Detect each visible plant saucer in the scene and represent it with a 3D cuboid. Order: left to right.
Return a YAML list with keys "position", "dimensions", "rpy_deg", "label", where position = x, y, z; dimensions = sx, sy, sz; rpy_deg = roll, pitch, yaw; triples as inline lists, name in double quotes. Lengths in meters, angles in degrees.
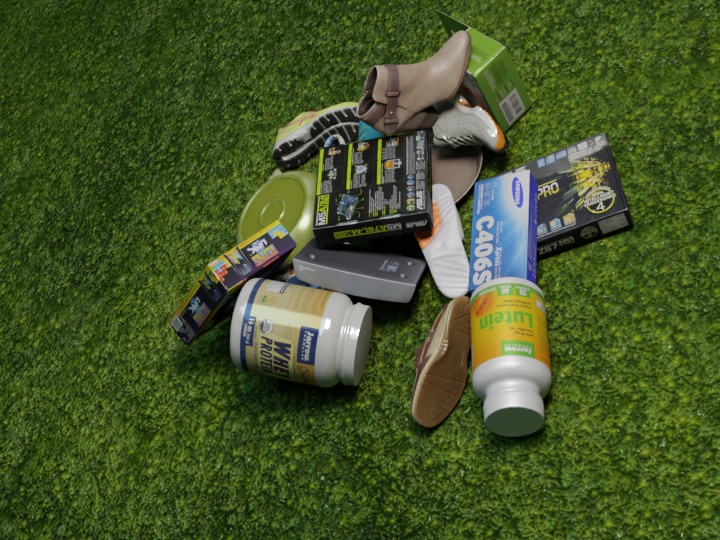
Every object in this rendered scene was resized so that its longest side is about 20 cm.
- position: [-0.145, -0.092, 1.776]
  dimensions: [0.197, 0.031, 0.203]
  rpy_deg: [-21, 51, 28]
  label: "plant saucer"
- position: [0.120, -0.163, 1.762]
  dimensions: [0.197, 0.032, 0.203]
  rpy_deg: [-16, 50, 19]
  label: "plant saucer"

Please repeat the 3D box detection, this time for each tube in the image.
- position: [0.018, -0.195, 1.816]
  dimensions: [0.049, 0.078, 0.202]
  rpy_deg: [13, 43, -10]
  label: "tube"

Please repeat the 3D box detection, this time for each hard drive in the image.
- position: [0.000, 0.000, 1.623]
  dimensions: [0.196, 0.043, 0.135]
  rpy_deg: [12, 19, 9]
  label: "hard drive"

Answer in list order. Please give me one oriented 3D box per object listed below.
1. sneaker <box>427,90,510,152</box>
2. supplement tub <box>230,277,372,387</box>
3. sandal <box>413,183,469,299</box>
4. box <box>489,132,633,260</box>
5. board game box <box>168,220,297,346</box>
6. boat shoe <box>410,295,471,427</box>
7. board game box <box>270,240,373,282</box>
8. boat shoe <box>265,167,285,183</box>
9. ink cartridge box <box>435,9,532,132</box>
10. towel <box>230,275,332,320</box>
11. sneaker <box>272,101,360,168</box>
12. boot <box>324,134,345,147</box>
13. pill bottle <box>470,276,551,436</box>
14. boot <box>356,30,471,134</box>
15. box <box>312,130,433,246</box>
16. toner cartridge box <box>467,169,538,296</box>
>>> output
- position: [0.172, -0.230, 1.721]
  dimensions: [0.092, 0.076, 0.200]
  rpy_deg: [-45, 38, 3]
  label: "sneaker"
- position: [-0.089, 0.098, 1.580]
  dimensions: [0.196, 0.145, 0.147]
  rpy_deg: [10, 59, 11]
  label: "supplement tub"
- position: [0.131, -0.038, 1.642]
  dimensions: [0.078, 0.059, 0.210]
  rpy_deg: [-18, 61, 10]
  label: "sandal"
- position: [0.308, -0.108, 1.594]
  dimensions: [0.197, 0.049, 0.163]
  rpy_deg: [-20, 48, 19]
  label: "box"
- position: [-0.209, 0.022, 1.670]
  dimensions: [0.057, 0.200, 0.165]
  rpy_deg: [50, 50, 6]
  label: "board game box"
- position: [0.115, 0.135, 1.523]
  dimensions: [0.072, 0.071, 0.203]
  rpy_deg: [-14, 54, 62]
  label: "boat shoe"
- position: [-0.069, -0.003, 1.737]
  dimensions: [0.197, 0.023, 0.106]
  rpy_deg: [-25, 66, 12]
  label: "board game box"
- position: [-0.126, -0.104, 1.844]
  dimensions: [0.066, 0.074, 0.201]
  rpy_deg: [-41, 40, 8]
  label: "boat shoe"
- position: [0.190, -0.346, 1.780]
  dimensions: [0.076, 0.148, 0.200]
  rpy_deg: [-43, 45, -5]
  label: "ink cartridge box"
- position: [-0.119, 0.073, 1.694]
  dimensions: [0.198, 0.049, 0.113]
  rpy_deg: [-29, 65, 10]
  label: "towel"
- position: [-0.081, -0.275, 1.939]
  dimensions: [0.197, 0.079, 0.091]
  rpy_deg: [-22, 41, 13]
  label: "sneaker"
- position: [-0.045, -0.140, 1.797]
  dimensions: [0.072, 0.096, 0.203]
  rpy_deg: [-12, 52, 22]
  label: "boot"
- position: [0.209, 0.121, 1.435]
  dimensions: [0.109, 0.111, 0.203]
  rpy_deg: [-14, 50, 21]
  label: "pill bottle"
- position: [0.082, -0.309, 1.671]
  dimensions: [0.070, 0.144, 0.203]
  rpy_deg: [53, 127, 48]
  label: "boot"
- position: [0.021, -0.136, 1.670]
  dimensions: [0.189, 0.048, 0.202]
  rpy_deg: [-10, 45, 12]
  label: "box"
- position: [0.216, -0.051, 1.549]
  dimensions: [0.093, 0.043, 0.203]
  rpy_deg: [-11, 53, 26]
  label: "toner cartridge box"
